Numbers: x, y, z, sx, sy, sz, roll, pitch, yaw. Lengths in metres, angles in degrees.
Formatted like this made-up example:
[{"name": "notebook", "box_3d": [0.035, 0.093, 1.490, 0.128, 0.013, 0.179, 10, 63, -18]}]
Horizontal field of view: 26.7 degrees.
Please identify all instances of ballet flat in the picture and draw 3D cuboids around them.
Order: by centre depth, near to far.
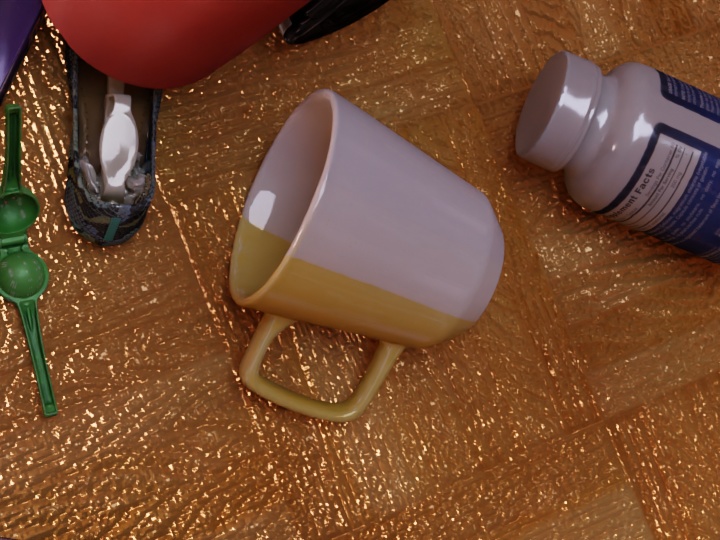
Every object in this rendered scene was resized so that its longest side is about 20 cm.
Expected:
[{"name": "ballet flat", "box_3d": [-0.160, -0.119, 1.010, 0.073, 0.074, 0.203, 0, 76, -18]}]

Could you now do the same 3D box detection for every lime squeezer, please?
[{"name": "lime squeezer", "box_3d": [-0.213, -0.011, 0.969, 0.037, 0.070, 0.203, -16, 111, -37]}]

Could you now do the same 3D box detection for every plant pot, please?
[{"name": "plant pot", "box_3d": [-0.108, -0.215, 0.934, 0.198, 0.177, 0.203, 13, 61, -25]}]

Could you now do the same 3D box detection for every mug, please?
[{"name": "mug", "box_3d": [0.002, -0.009, 1.020, 0.152, 0.187, 0.150, 22, 37, -21]}]

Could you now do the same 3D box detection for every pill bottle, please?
[{"name": "pill bottle", "box_3d": [0.218, -0.083, 1.106, 0.198, 0.111, 0.112, 22, 70, -12]}]

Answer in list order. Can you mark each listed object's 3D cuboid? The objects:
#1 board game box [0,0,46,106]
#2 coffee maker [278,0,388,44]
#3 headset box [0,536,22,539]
[{"name": "board game box", "box_3d": [-0.277, -0.222, 1.004, 0.164, 0.057, 0.202, 25, 70, -10]}, {"name": "coffee maker", "box_3d": [-0.031, -0.280, 1.028, 0.134, 0.192, 0.201, -30, 87, -23]}, {"name": "headset box", "box_3d": [-0.183, 0.201, 0.876, 0.197, 0.149, 0.078, 12, 72, -15]}]
